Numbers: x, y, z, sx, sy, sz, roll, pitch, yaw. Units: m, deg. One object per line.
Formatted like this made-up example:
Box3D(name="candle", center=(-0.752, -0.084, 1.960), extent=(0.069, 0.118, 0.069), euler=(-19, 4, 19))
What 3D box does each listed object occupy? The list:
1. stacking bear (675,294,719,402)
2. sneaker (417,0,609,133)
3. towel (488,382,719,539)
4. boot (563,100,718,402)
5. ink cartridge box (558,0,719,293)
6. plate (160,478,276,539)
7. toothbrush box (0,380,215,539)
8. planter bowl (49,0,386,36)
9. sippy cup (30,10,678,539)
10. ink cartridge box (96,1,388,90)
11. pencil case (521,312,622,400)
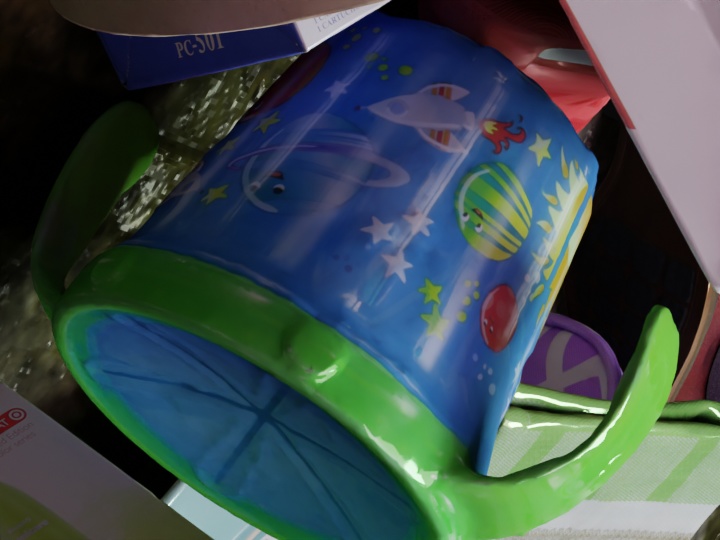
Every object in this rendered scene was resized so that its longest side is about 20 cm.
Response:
Box3D(name="stacking bear", center=(0.237, 0.063, 1.281), extent=(0.114, 0.200, 0.121), euler=(-50, 150, -10))
Box3D(name="sneaker", center=(0.043, -0.046, 0.984), extent=(0.116, 0.078, 0.200), euler=(-59, 167, 11))
Box3D(name="towel", center=(0.047, 0.112, 1.116), extent=(0.149, 0.031, 0.200), euler=(6, 134, -42))
Box3D(name="boot", center=(0.140, -0.032, 1.175), extent=(0.097, 0.075, 0.200), euler=(-27, 137, -36))
Box3D(name="ink cartridge box", center=(0.119, -0.079, 0.902), extent=(0.067, 0.117, 0.200), euler=(-27, -172, 17))
Box3D(name="plate", center=(-0.062, 0.128, 1.034), extent=(0.200, 0.026, 0.200), euler=(-51, 165, -20))
Box3D(name="toothbrush box", center=(-0.113, 0.122, 0.831), extent=(0.146, 0.200, 0.086), euler=(-34, 142, -33))
Box3D(name="planter bowl", center=(-0.005, -0.161, 0.752), extent=(0.200, 0.200, 0.135), euler=(-33, 116, -34))
Box3D(name="sippy cup", center=(0.000, 0.000, 0.881), extent=(0.130, 0.178, 0.140), euler=(-56, -174, -22))
Box3D(name="ink cartridge box", center=(0.019, -0.120, 0.890), extent=(0.200, 0.094, 0.044), euler=(-34, 106, -34))
Box3D(name="pencil case", center=(0.078, 0.095, 1.196), extent=(0.200, 0.084, 0.086), euler=(64, 39, -56))
